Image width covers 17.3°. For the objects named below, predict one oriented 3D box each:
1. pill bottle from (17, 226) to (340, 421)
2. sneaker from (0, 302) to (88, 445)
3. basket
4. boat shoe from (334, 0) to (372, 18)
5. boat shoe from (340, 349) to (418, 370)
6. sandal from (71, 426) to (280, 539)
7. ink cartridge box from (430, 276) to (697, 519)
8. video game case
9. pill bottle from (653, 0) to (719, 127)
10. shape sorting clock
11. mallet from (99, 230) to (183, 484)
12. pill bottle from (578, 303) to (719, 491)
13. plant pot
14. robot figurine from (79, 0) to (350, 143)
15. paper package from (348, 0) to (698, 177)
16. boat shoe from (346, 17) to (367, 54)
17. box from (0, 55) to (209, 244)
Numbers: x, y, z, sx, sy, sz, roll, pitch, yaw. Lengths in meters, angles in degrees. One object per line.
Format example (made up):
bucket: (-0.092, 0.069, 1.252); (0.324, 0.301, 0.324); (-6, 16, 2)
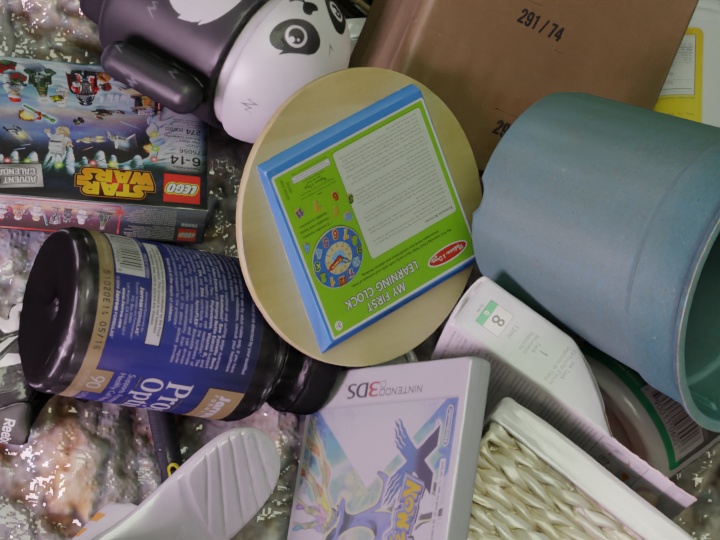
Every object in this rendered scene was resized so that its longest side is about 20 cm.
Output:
pill bottle: (-0.118, 0.041, 1.587); (0.200, 0.112, 0.112); (11, 66, -26)
sneaker: (-0.264, 0.084, 1.603); (0.200, 0.066, 0.091); (-22, 71, -20)
basket: (0.129, 0.203, 1.592); (0.200, 0.136, 0.123); (39, 71, 6)
boat shoe: (-0.021, -0.245, 1.711); (0.072, 0.200, 0.076); (-48, 40, 2)
boat shoe: (0.001, -0.001, 1.681); (0.086, 0.075, 0.202); (-17, 75, -16)
sandal: (-0.140, 0.181, 1.589); (0.207, 0.059, 0.079); (-41, 112, -11)
ink cartridge box: (0.141, 0.096, 1.619); (0.200, 0.161, 0.050); (34, 74, 5)
video game case: (0.010, 0.160, 1.548); (0.022, 0.182, 0.200); (16, 75, -32)
pill bottle: (0.240, -0.123, 1.752); (0.112, 0.112, 0.200); (8, 67, -7)
shape sorting clock: (0.000, -0.035, 1.583); (0.200, 0.039, 0.200); (-1, 91, -35)
mallet: (-0.138, 0.058, 1.656); (0.066, 0.041, 0.200); (-15, 77, -18)
pill bottle: (0.244, 0.058, 1.679); (0.200, 0.113, 0.113); (-34, 78, -21)
plant pot: (0.193, -0.021, 1.567); (0.196, 0.200, 0.200); (24, 61, 37)
robot figurine: (-0.102, -0.174, 1.661); (0.200, 0.125, 0.150); (33, 87, 18)
paper package: (0.108, -0.159, 1.675); (0.200, 0.103, 0.191); (16, 104, -24)
boat shoe: (0.029, -0.141, 1.748); (0.200, 0.072, 0.066); (-1, 66, -18)
box: (-0.207, -0.088, 1.675); (0.200, 0.040, 0.137); (4, 49, -9)
